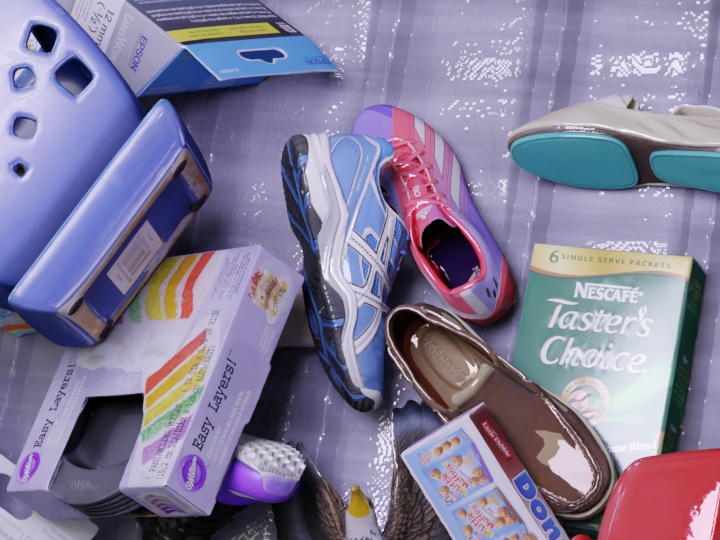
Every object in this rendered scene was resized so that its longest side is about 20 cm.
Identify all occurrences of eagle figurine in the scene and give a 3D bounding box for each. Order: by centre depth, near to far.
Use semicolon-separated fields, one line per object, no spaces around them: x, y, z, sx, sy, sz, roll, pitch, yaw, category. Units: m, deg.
0.010;0.194;1.703;0.151;0.200;0.151;20;120;-8;eagle figurine

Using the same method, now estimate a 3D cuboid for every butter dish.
0.198;0.197;1.574;0.147;0.199;0.201;5;75;25;butter dish

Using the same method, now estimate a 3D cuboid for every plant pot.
-0.220;-0.063;1.718;0.179;0.200;0.200;35;83;9;plant pot

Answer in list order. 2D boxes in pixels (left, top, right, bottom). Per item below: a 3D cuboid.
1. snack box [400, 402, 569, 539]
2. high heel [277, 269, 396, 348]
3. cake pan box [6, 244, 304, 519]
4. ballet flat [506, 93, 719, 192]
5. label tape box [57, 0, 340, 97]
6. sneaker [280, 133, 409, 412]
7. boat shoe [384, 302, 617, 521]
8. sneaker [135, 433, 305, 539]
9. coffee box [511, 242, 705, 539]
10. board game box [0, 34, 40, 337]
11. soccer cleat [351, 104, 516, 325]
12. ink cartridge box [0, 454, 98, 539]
0.106;0.189;1.648;0.072;0.024;0.201;-33;89;42;snack box
-0.071;0.024;1.821;0.199;0.068;0.096;-28;37;-3;high heel
-0.146;0.084;1.736;0.184;0.052;0.201;-7;54;48;cake pan box
0.204;-0.092;1.751;0.199;0.069;0.070;9;76;22;ballet flat
-0.134;-0.176;1.855;0.200;0.143;0.066;40;120;27;label tape box
0.000;0.000;1.738;0.077;0.076;0.201;-11;100;-17;sneaker
0.086;0.094;1.674;0.202;0.075;0.075;39;91;31;boat shoe
-0.110;0.160;1.758;0.200;0.069;0.100;10;85;56;sneaker
0.161;0.084;1.712;0.122;0.044;0.201;7;75;25;coffee box
-0.245;-0.067;1.889;0.104;0.103;0.201;-12;68;17;board game box
0.048;-0.048;1.783;0.067;0.076;0.201;-33;64;8;soccer cleat
-0.313;0.214;1.796;0.200;0.162;0.057;-52;20;-3;ink cartridge box
